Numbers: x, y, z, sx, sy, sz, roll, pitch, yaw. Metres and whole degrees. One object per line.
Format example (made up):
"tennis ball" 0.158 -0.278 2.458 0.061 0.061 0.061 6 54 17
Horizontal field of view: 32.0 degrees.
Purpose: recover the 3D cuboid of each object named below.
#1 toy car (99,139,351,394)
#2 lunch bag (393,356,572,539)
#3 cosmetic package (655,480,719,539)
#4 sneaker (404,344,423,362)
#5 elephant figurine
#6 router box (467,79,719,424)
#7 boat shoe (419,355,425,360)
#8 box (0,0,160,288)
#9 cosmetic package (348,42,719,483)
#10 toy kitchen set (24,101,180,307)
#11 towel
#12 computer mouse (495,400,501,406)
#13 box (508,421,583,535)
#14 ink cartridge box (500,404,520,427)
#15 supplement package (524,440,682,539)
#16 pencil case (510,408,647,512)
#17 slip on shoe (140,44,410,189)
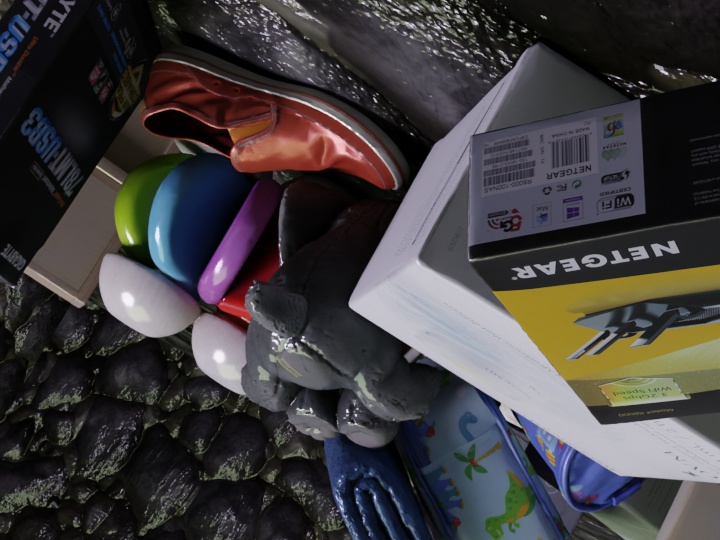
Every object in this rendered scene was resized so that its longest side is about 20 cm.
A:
"toy car" -0.086 -0.015 0.927 0.199 0.177 0.150 34 167 -16
"lunch bag" 0.087 0.160 0.907 0.202 0.082 0.161 62 -179 -8
"cosmetic package" 0.234 0.143 0.721 0.102 0.202 0.073 26 169 12
"sneaker" 0.002 0.062 0.999 0.076 0.081 0.200 41 128 1
"elephant figurine" 0.000 0.000 0.828 0.140 0.202 0.155 26 148 -9
"router box" 0.155 -0.006 0.439 0.197 0.053 0.157 -10 149 25
"boat shoe" 0.035 0.020 1.033 0.198 0.073 0.063 32 173 17
"box" -0.208 -0.099 0.820 0.049 0.200 0.200 29 168 3
"cosmetic package" 0.117 0.010 0.657 0.198 0.124 0.200 31 170 -4
"toy kitchen set" -0.273 -0.083 1.098 0.162 0.182 0.200 34 164 -13
"towel" 0.011 0.152 0.895 0.200 0.048 0.113 -113 -2 -79
"computer mouse" 0.056 0.093 1.061 0.058 0.035 0.199 26 166 -31
"box" 0.164 0.204 1.213 0.105 0.124 0.200 28 -171 9
"ink cartridge box" 0.102 0.074 1.102 0.198 0.068 0.117 23 166 30
"supplement package" 0.243 0.155 0.956 0.199 0.118 0.116 38 167 -28
"pencil case" 0.132 0.079 0.854 0.087 0.077 0.200 58 180 -32
"slip on shoe" -0.059 -0.089 0.825 0.197 0.062 0.074 21 164 17
